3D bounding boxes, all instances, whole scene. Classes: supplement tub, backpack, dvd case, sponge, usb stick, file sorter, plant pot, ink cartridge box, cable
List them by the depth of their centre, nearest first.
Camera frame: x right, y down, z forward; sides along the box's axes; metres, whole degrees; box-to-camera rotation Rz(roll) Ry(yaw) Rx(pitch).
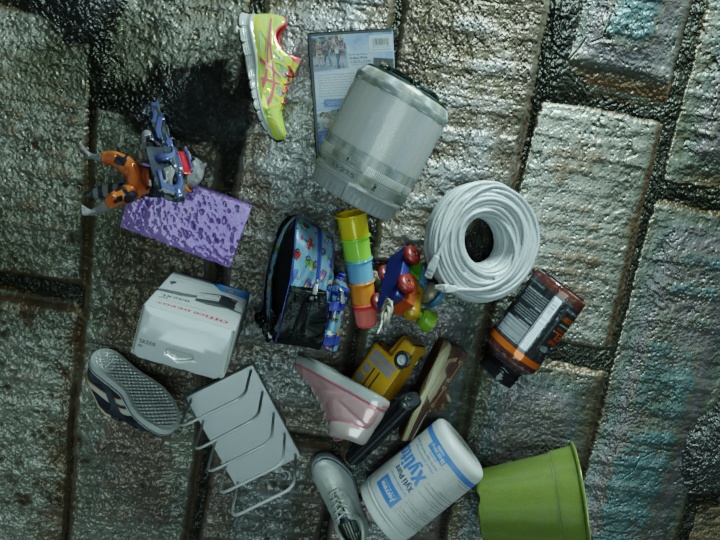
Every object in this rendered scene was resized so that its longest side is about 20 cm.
[{"bbox_3d":[-0.266,0.082,1.043,0.142,0.200,0.085,17,103,-7],"label":"ink cartridge box"},{"bbox_3d":[-0.091,0.015,1.059,0.132,0.182,0.205,9,91,-14],"label":"backpack"},{"bbox_3d":[-0.011,-0.289,1.066,0.139,0.018,0.205,-4,104,-2],"label":"dvd case"},{"bbox_3d":[-0.293,-0.092,1.089,0.196,0.030,0.113,21,101,-8],"label":"sponge"},{"bbox_3d":[0.204,-0.048,1.091,0.196,0.069,0.204,16,89,-18],"label":"cable"},{"bbox_3d":[0.295,0.106,1.134,0.106,0.107,0.202,33,100,-10],"label":"supplement tub"},{"bbox_3d":[-0.210,0.299,1.139,0.137,0.125,0.203,-25,103,2],"label":"file sorter"},{"bbox_3d":[0.039,0.284,1.155,0.033,0.055,0.201,50,124,19],"label":"usb stick"},{"bbox_3d":[0.112,0.381,1.175,0.199,0.132,0.132,-41,103,5],"label":"supplement tub"},{"bbox_3d":[0.307,0.425,1.182,0.186,0.200,0.204,-6,104,10],"label":"plant pot"}]

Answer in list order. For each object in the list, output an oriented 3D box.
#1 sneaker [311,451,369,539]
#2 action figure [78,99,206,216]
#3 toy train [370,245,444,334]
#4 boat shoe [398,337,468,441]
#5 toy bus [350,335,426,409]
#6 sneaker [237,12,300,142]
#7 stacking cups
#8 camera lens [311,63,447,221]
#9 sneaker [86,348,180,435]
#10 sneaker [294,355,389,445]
[{"bbox_3d":[-0.032,0.435,1.209,0.072,0.071,0.203,-26,104,3],"label":"sneaker"},{"bbox_3d":[-0.342,-0.167,1.026,0.189,0.203,0.105,-4,149,-18],"label":"action figure"},{"bbox_3d":[0.081,0.064,1.072,0.115,0.202,0.084,38,130,-20],"label":"toy train"},{"bbox_3d":[0.134,0.226,1.173,0.071,0.072,0.203,24,95,-8],"label":"boat shoe"},{"bbox_3d":[0.031,0.199,1.149,0.078,0.065,0.202,39,101,28],"label":"toy bus"},{"bbox_3d":[-0.135,-0.308,1.024,0.088,0.078,0.204,-10,103,-3],"label":"sneaker"},{"bbox_3d":[0.000,0.000,1.112,0.059,0.061,0.204,-10,104,-1],"label":"stacking cups"},{"bbox_3d":[0.031,-0.200,0.998,0.158,0.160,0.203,26,101,-9],"label":"camera lens"},{"bbox_3d":[-0.394,0.225,1.119,0.199,0.078,0.080,38,123,16],"label":"sneaker"},{"bbox_3d":[-0.052,0.226,1.108,0.198,0.075,0.106,25,88,29],"label":"sneaker"}]
